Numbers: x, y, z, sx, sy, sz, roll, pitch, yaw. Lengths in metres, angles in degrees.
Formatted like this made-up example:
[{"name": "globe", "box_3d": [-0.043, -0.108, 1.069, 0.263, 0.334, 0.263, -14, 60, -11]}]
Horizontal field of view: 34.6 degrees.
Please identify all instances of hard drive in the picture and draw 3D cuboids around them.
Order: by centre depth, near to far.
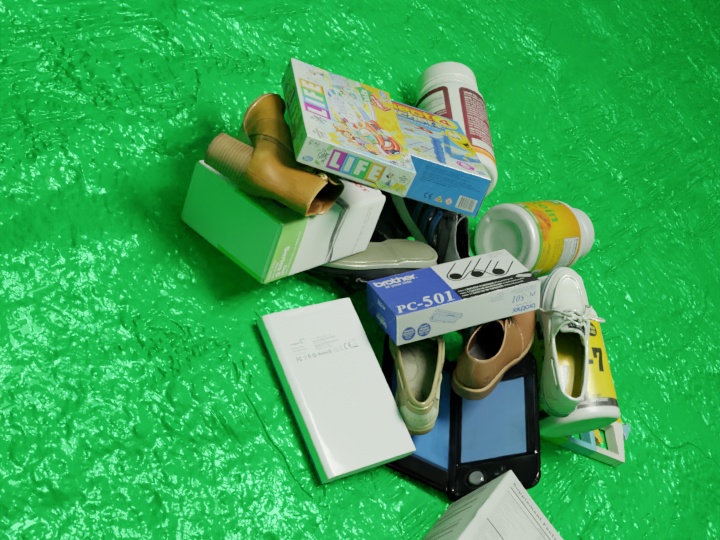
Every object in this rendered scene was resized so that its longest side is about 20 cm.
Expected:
[{"name": "hard drive", "box_3d": [-0.029, 0.135, 1.342, 0.131, 0.025, 0.202, -10, 68, -38]}]

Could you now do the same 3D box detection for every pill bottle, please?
[{"name": "pill bottle", "box_3d": [0.276, 0.115, 1.569, 0.113, 0.114, 0.203, 8, 64, -42]}, {"name": "pill bottle", "box_3d": [0.138, -0.208, 1.737, 0.113, 0.114, 0.202, 23, 47, -33]}, {"name": "pill bottle", "box_3d": [0.271, -0.049, 1.752, 0.199, 0.111, 0.112, -8, 66, -49]}]

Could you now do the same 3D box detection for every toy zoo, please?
[{"name": "toy zoo", "box_3d": [0.320, 0.205, 1.675, 0.198, 0.020, 0.133, 23, 46, -33]}]

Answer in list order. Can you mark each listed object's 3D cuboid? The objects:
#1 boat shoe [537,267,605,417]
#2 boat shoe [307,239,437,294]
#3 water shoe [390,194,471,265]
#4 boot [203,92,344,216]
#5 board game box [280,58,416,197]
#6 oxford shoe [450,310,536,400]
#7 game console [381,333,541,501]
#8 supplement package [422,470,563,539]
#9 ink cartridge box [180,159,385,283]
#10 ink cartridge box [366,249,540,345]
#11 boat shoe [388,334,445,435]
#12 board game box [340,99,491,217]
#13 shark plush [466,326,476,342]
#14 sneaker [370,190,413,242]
[{"name": "boat shoe", "box_3d": [0.267, 0.079, 1.469, 0.074, 0.086, 0.205, 15, 63, -9]}, {"name": "boat shoe", "box_3d": [-0.001, -0.001, 1.463, 0.197, 0.067, 0.075, -2, 34, -27]}, {"name": "water shoe", "box_3d": [0.108, -0.065, 1.545, 0.071, 0.078, 0.202, -3, 65, -61]}, {"name": "boot", "box_3d": [-0.080, -0.126, 1.315, 0.143, 0.071, 0.201, 28, 30, 4]}, {"name": "board game box", "box_3d": [-0.017, -0.167, 1.329, 0.133, 0.034, 0.201, 16, 30, -20]}, {"name": "oxford shoe", "box_3d": [0.179, 0.078, 1.459, 0.071, 0.072, 0.200, 22, 41, 16]}, {"name": "game console", "box_3d": [0.124, 0.167, 1.427, 0.117, 0.174, 0.202, 58, 27, -42]}, {"name": "supplement package", "box_3d": [0.127, 0.337, 1.294, 0.114, 0.109, 0.200, 53, 37, 1]}, {"name": "ink cartridge box", "box_3d": [-0.089, -0.074, 1.372, 0.145, 0.085, 0.199, 36, 30, 26]}, {"name": "ink cartridge box", "box_3d": [0.115, 0.031, 1.432, 0.197, 0.045, 0.094, -13, 31, -19]}, {"name": "boat shoe", "box_3d": [0.071, 0.103, 1.420, 0.072, 0.064, 0.202, 9, 48, -2]}, {"name": "board game box", "box_3d": [0.050, -0.159, 1.486, 0.197, 0.056, 0.197, 15, 25, -17]}, {"name": "shark plush", "box_3d": [0.165, 0.086, 1.603, 0.083, 0.090, 0.202, -36, 110, -34]}, {"name": "sneaker", "box_3d": [0.000, -0.092, 1.548, 0.200, 0.060, 0.105, 44, 37, -18]}]
